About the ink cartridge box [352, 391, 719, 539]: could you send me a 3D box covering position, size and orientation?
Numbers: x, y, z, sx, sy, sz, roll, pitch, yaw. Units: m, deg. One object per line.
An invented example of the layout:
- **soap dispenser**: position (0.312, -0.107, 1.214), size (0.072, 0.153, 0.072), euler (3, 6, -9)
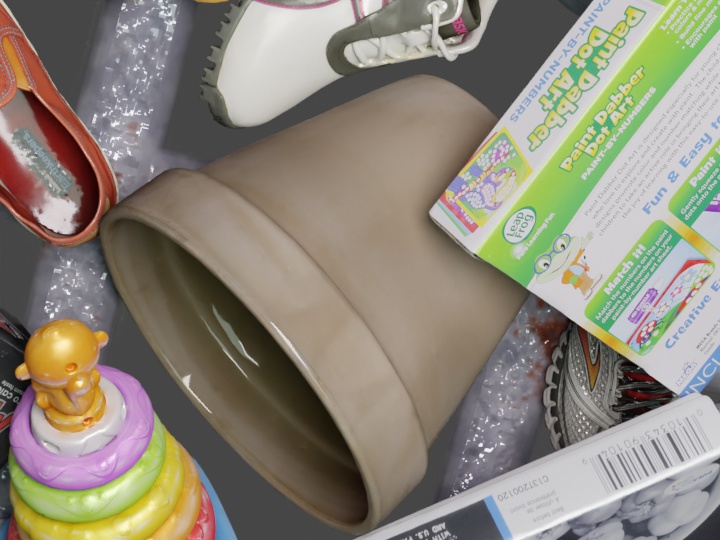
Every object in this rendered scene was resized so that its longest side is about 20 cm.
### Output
- **ink cartridge box**: position (0.100, 0.163, 1.106), size (0.197, 0.043, 0.200), euler (-23, 147, -7)

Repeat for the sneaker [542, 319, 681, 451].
- **sneaker**: position (0.144, 0.041, 1.126), size (0.077, 0.082, 0.201), euler (-6, 105, -13)

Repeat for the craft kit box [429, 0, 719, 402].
- **craft kit box**: position (0.158, -0.055, 0.995), size (0.200, 0.049, 0.197), euler (-52, 137, 5)

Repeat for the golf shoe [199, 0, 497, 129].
- **golf shoe**: position (0.009, -0.133, 1.038), size (0.200, 0.088, 0.077), euler (-41, 153, 0)

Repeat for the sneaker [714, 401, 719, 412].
- **sneaker**: position (0.244, 0.169, 1.170), size (0.074, 0.087, 0.201), euler (-32, 110, -28)

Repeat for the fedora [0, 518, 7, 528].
- **fedora**: position (-0.208, 0.235, 1.079), size (0.200, 0.090, 0.177), euler (-44, 109, -1)

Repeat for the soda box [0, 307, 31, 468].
- **soda box**: position (-0.227, 0.025, 0.991), size (0.071, 0.063, 0.200), euler (-49, 142, 1)

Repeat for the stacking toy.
- **stacking toy**: position (-0.131, 0.090, 1.010), size (0.116, 0.110, 0.200), euler (-22, 141, -12)

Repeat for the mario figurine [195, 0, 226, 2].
- **mario figurine**: position (-0.086, -0.238, 1.021), size (0.123, 0.106, 0.201), euler (-18, 123, -47)

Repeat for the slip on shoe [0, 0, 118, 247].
- **slip on shoe**: position (-0.189, -0.090, 1.024), size (0.074, 0.061, 0.200), euler (-39, 107, -1)

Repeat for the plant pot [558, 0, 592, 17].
- **plant pot**: position (0.183, -0.207, 1.051), size (0.199, 0.134, 0.201), euler (-3, 103, -13)

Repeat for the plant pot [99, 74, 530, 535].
- **plant pot**: position (0.000, 0.000, 1.038), size (0.173, 0.200, 0.200), euler (-39, 109, -19)
